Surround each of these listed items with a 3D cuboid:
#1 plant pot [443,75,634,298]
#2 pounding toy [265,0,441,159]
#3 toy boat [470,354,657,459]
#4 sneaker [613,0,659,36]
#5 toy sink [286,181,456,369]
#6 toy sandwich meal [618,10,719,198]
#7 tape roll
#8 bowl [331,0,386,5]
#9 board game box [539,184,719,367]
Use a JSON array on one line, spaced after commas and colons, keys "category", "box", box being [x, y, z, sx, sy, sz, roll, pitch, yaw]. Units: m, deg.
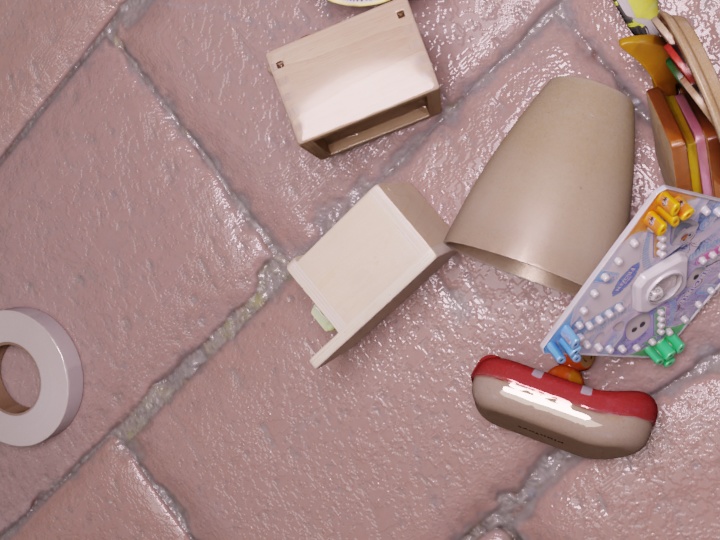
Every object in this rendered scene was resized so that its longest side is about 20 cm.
[{"category": "plant pot", "box": [0.206, -0.091, 0.890, 0.186, 0.187, 0.201, 19, 88, 17]}, {"category": "pounding toy", "box": [-0.018, -0.218, 0.955, 0.183, 0.200, 0.143, -20, 89, 6]}, {"category": "toy boat", "box": [0.228, 0.123, 0.939, 0.199, 0.131, 0.131, 18, 73, 17]}, {"category": "sneaker", "box": [0.280, -0.338, 0.874, 0.076, 0.075, 0.202, -16, 92, 21]}, {"category": "toy sink", "box": [0.000, 0.000, 0.988, 0.200, 0.130, 0.112, -44, 81, 20]}, {"category": "toy sandwich meal", "box": [0.311, -0.151, 0.830, 0.070, 0.205, 0.206, -23, 88, 18]}, {"category": "tape roll", "box": [-0.495, 0.153, 1.235, 0.201, 0.037, 0.205, 3, 98, 20]}, {"category": "bowl", "box": [0.018, -0.389, 0.944, 0.199, 0.094, 0.203, 2, 97, 19]}, {"category": "board game box", "box": [0.299, 0.017, 0.834, 0.201, 0.199, 0.026, -61, 42, 28]}]
